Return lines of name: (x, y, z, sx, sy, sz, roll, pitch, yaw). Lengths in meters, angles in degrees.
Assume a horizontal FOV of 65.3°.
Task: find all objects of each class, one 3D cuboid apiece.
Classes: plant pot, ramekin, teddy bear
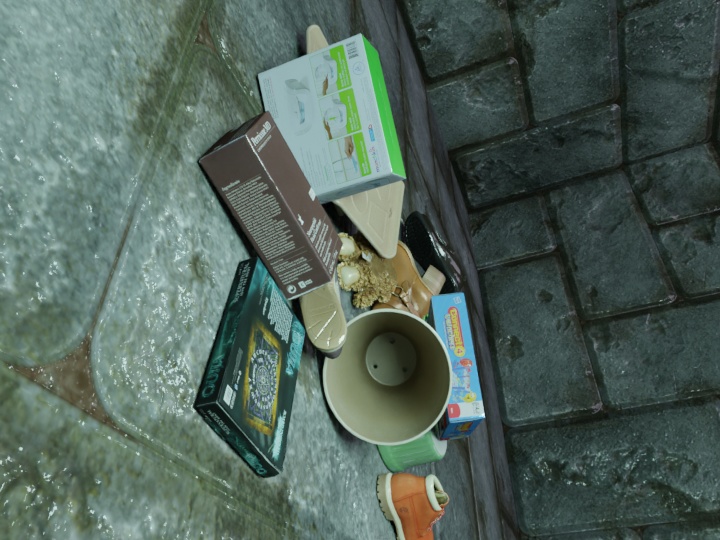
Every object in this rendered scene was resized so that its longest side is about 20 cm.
plant pot: (0.044, 0.153, 0.887, 0.200, 0.183, 0.192, 25, 52, -85)
ramekin: (0.094, 0.263, 1.048, 0.200, 0.096, 0.205, -14, 90, -73)
teddy bear: (0.000, 0.000, 1.032, 0.199, 0.066, 0.148, -14, 82, -67)

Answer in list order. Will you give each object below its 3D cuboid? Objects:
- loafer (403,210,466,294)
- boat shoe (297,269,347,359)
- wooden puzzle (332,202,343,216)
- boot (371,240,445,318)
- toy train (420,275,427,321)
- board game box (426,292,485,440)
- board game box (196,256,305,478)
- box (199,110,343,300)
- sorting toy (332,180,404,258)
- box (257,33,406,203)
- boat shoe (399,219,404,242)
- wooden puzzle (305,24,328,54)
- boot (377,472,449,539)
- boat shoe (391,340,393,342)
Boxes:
loafer: (0.161, -0.036, 1.212, 0.071, 0.073, 0.203, -20, 82, -46)
boat shoe: (-0.061, 0.030, 0.792, 0.065, 0.070, 0.203, 94, -18, -57)
wooden puzzle: (-0.040, -0.233, 1.028, 0.186, 0.036, 0.203, 65, 37, -46)
boot: (0.060, 0.027, 1.143, 0.156, 0.198, 0.074, -52, 165, -21)
toy train: (0.124, 0.100, 1.173, 0.056, 0.042, 0.203, 26, 54, -19)
board game box: (0.154, 0.169, 0.953, 0.197, 0.055, 0.204, 83, 1, -66)
board game box: (-0.112, 0.102, 0.624, 0.202, 0.028, 0.137, -85, 156, -48)
box: (-0.101, -0.079, 0.690, 0.202, 0.074, 0.101, 59, 22, -24)
sorting toy: (0.012, -0.146, 1.026, 0.200, 0.036, 0.189, 42, 47, -44)
box: (-0.043, -0.215, 0.844, 0.096, 0.173, 0.205, -11, 87, -71)
boat shoe: (0.063, -0.099, 1.248, 0.060, 0.072, 0.205, -24, 101, -69)
wooden puzzle: (-0.070, -0.329, 1.077, 0.186, 0.045, 0.204, 50, 35, -55)
boot: (0.108, 0.419, 0.963, 0.076, 0.105, 0.202, -84, 156, -52)
boat shoe: (0.114, 0.212, 1.215, 0.074, 0.059, 0.204, -54, 129, -68)
